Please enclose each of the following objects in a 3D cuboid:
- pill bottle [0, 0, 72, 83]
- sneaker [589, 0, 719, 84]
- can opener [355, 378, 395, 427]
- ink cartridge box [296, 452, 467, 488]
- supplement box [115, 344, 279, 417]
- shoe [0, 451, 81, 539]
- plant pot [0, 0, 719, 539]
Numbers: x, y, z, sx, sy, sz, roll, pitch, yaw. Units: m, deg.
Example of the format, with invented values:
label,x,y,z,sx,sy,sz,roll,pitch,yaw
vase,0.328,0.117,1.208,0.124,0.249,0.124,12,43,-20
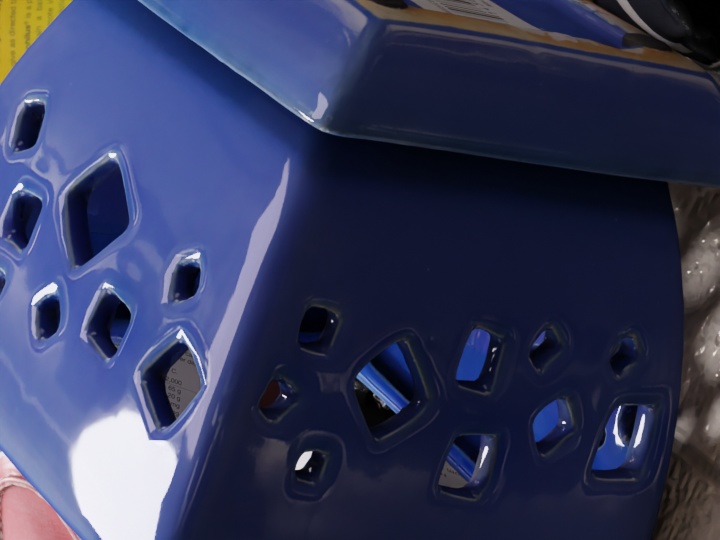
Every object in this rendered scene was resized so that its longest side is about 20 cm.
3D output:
label,x,y,z,sx,sy,sz,roll,pitch,yaw
pill bottle,-0.115,-0.082,1.077,0.109,0.199,0.110,-3,-90,-82
sneaker,0.112,-0.147,0.817,0.130,0.079,0.200,52,142,47
can opener,0.000,0.000,1.058,0.079,0.063,0.201,-34,41,54
ink cartridge box,-0.003,0.169,0.901,0.147,0.083,0.200,-58,25,23
supplement box,-0.124,0.071,1.181,0.197,0.132,0.200,-44,34,45
shoe,-0.110,0.157,1.013,0.071,0.201,0.091,7,40,32
plant pot,-0.007,-0.015,0.845,0.200,0.200,0.180,39,115,47
